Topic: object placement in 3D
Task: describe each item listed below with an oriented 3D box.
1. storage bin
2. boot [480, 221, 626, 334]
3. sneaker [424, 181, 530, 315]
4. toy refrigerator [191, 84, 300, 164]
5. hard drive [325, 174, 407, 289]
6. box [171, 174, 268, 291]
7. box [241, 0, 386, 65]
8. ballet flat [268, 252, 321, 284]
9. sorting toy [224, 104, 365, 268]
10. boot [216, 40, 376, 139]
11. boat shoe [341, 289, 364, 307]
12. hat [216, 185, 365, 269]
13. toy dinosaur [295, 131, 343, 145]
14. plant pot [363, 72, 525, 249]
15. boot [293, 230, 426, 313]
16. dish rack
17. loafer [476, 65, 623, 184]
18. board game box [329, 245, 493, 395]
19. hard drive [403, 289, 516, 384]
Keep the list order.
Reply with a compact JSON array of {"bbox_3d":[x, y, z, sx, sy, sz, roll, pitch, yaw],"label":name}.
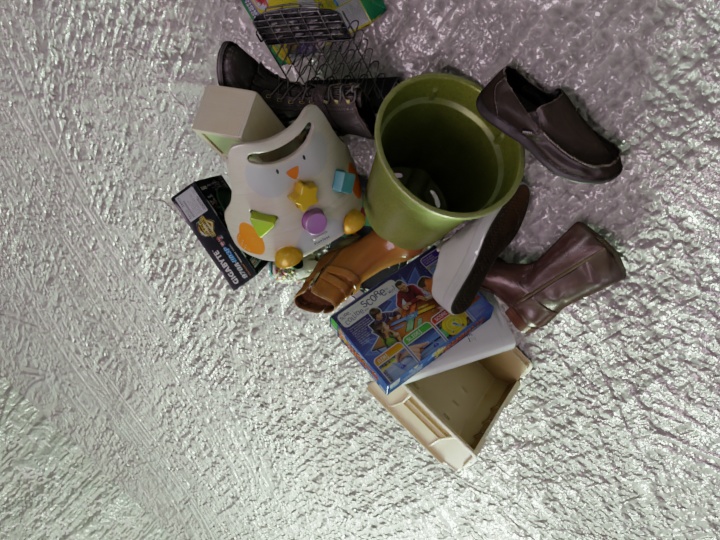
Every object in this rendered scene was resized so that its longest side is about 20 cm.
[{"bbox_3d":[0.144,0.169,1.264,0.198,0.200,0.094,44,144,-2],"label":"storage bin"},{"bbox_3d":[0.244,-0.022,1.120,0.186,0.064,0.200,46,138,-1],"label":"boot"},{"bbox_3d":[0.151,-0.045,1.113,0.072,0.202,0.085,22,-167,-48],"label":"sneaker"},{"bbox_3d":[-0.141,-0.164,1.085,0.075,0.071,0.200,13,167,20],"label":"toy refrigerator"},{"bbox_3d":[0.015,-0.051,1.306,0.138,0.038,0.202,29,140,17],"label":"hard drive"},{"bbox_3d":[-0.203,-0.063,1.237,0.046,0.200,0.160,-33,97,6],"label":"box"},{"bbox_3d":[-0.070,-0.357,1.092,0.198,0.048,0.118,-11,118,43],"label":"box"},{"bbox_3d":[-0.099,-0.013,1.354,0.063,0.200,0.077,5,94,8],"label":"ballet flat"},{"bbox_3d":[-0.088,-0.116,1.042,0.107,0.198,0.181,52,167,42],"label":"sorting toy"},{"bbox_3d":[-0.074,-0.231,1.052,0.172,0.070,0.200,6,162,28],"label":"boot"},{"bbox_3d":[0.004,0.077,1.392,0.199,0.070,0.071,36,179,3],"label":"boat shoe"},{"bbox_3d":[-0.086,-0.116,1.210,0.199,0.176,0.166,34,-164,-42],"label":"hat"},{"bbox_3d":[-0.071,-0.168,1.213,0.058,0.101,0.201,37,-166,-52],"label":"toy dinosaur"},{"bbox_3d":[0.089,-0.122,1.076,0.200,0.201,0.184,40,153,3],"label":"plant pot"},{"bbox_3d":[0.000,0.000,1.211,0.199,0.155,0.074,-17,114,47],"label":"boot"},{"bbox_3d":[-0.045,-0.280,1.067,0.151,0.055,0.200,4,151,28],"label":"dish rack"},{"bbox_3d":[0.230,-0.176,0.976,0.199,0.073,0.072,33,143,12],"label":"loafer"},{"bbox_3d":[0.073,0.066,1.160,0.136,0.199,0.035,48,158,25],"label":"board game box"},{"bbox_3d":[0.110,0.083,1.188,0.027,0.197,0.133,92,160,-58],"label":"hard drive"}]
